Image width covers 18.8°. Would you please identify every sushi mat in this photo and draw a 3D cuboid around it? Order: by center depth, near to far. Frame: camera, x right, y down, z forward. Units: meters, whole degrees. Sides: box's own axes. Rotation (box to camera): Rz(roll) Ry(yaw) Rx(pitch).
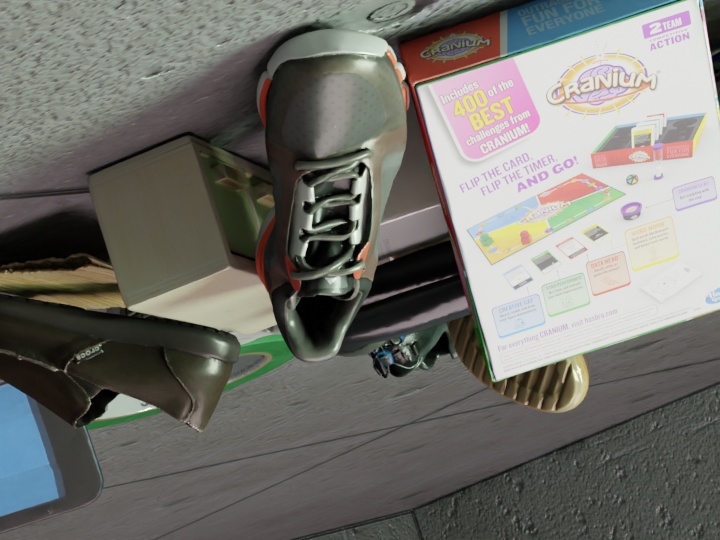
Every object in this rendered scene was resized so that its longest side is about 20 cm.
[{"bbox_3d":[-0.167,0.008,1.287,0.095,0.012,0.200,-2,173,14],"label":"sushi mat"}]

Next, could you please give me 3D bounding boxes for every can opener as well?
[{"bbox_3d":[0.071,-0.003,1.234,0.199,0.079,0.064,-17,-149,15],"label":"can opener"}]

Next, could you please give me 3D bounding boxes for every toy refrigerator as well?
[{"bbox_3d":[-0.075,-0.017,1.215,0.070,0.076,0.200,-21,169,14],"label":"toy refrigerator"}]

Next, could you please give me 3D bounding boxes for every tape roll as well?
[{"bbox_3d":[-0.141,0.064,1.588,0.199,0.049,0.200,-18,169,-3],"label":"tape roll"}]

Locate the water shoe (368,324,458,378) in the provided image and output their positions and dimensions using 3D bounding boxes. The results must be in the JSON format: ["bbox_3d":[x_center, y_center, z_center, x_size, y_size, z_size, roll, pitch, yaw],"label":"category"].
[{"bbox_3d":[0.024,0.041,1.667,0.071,0.079,0.200,-24,168,28],"label":"water shoe"}]

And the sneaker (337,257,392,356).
[{"bbox_3d":[0.000,0.000,1.493,0.081,0.074,0.200,6,153,-27],"label":"sneaker"}]

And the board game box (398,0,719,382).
[{"bbox_3d":[0.116,-0.049,1.131,0.152,0.040,0.201,-17,127,-1],"label":"board game box"}]

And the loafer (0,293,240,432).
[{"bbox_3d":[-0.172,0.057,1.282,0.198,0.072,0.073,7,176,10],"label":"loafer"}]

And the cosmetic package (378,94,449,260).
[{"bbox_3d":[0.077,-0.072,1.204,0.198,0.072,0.101,-18,170,2],"label":"cosmetic package"}]

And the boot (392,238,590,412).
[{"bbox_3d":[0.109,0.001,1.351,0.166,0.200,0.073,-11,138,-47],"label":"boot"}]

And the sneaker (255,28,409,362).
[{"bbox_3d":[-0.011,-0.030,1.073,0.076,0.082,0.201,-3,139,-6],"label":"sneaker"}]

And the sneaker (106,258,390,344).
[{"bbox_3d":[-0.064,0.009,1.409,0.199,0.079,0.099,-13,179,24],"label":"sneaker"}]

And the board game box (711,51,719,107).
[{"bbox_3d":[0.251,-0.109,1.229,0.200,0.029,0.135,-31,-158,46],"label":"board game box"}]

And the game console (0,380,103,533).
[{"bbox_3d":[-0.282,0.116,1.422,0.198,0.119,0.171,-18,170,-4],"label":"game console"}]
